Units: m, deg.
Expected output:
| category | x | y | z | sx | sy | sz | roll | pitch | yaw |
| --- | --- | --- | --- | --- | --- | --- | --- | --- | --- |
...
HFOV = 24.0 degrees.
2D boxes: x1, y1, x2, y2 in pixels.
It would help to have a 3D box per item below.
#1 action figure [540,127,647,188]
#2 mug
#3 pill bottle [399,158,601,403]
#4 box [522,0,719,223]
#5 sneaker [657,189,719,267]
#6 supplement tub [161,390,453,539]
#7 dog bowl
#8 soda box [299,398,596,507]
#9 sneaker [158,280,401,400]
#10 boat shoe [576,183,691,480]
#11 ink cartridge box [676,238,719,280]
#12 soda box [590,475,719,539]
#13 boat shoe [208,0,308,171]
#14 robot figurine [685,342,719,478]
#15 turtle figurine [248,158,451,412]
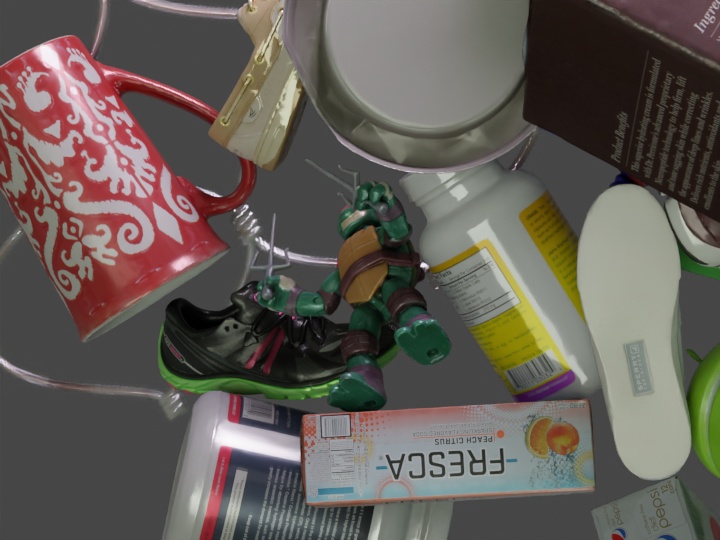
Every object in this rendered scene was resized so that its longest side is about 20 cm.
| category | x | y | z | sx | sy | sz | roll | pitch | yaw |
| --- | --- | --- | --- | --- | --- | --- | --- | --- | --- |
| action figure | 0.154 | -0.104 | 1.202 | 0.200 | 0.099 | 0.065 | 32 | 108 | 1 |
| mug | -0.192 | -0.074 | 1.290 | 0.200 | 0.177 | 0.133 | 57 | 144 | 0 |
| pill bottle | 0.112 | -0.001 | 1.229 | 0.104 | 0.104 | 0.200 | -31 | 94 | 17 |
| box | 0.222 | -0.145 | 1.002 | 0.200 | 0.166 | 0.164 | 31 | 71 | 15 |
| sneaker | 0.236 | -0.112 | 1.113 | 0.115 | 0.076 | 0.201 | -25 | 91 | 32 |
| supplement tub | -0.041 | 0.176 | 1.270 | 0.199 | 0.140 | 0.141 | 13 | 106 | -6 |
| dog bowl | 0.046 | -0.163 | 1.161 | 0.199 | 0.059 | 0.201 | 0 | 87 | 0 |
| soda box | 0.060 | 0.127 | 1.165 | 0.199 | 0.068 | 0.064 | -3 | 80 | 5 |
| sneaker | -0.064 | 0.051 | 1.296 | 0.199 | 0.077 | 0.084 | -2 | 106 | 12 |
| boat shoe | 0.191 | 0.040 | 1.160 | 0.072 | 0.069 | 0.201 | -14 | 94 | 5 |
| ink cartridge box | 0.310 | -0.085 | 1.156 | 0.146 | 0.083 | 0.201 | 17 | 107 | 30 |
| soda box | 0.236 | 0.215 | 1.208 | 0.068 | 0.200 | 0.064 | -24 | 55 | 18 |
| boat shoe | -0.059 | -0.175 | 1.237 | 0.069 | 0.074 | 0.201 | 20 | 101 | 1 |
| robot figurine | 0.301 | 0.106 | 1.138 | 0.116 | 0.200 | 0.176 | -40 | 120 | -17 |
| turtle figurine | 0.000 | 0.000 | 1.224 | 0.100 | 0.200 | 0.150 | 12 | 129 | -30 |
